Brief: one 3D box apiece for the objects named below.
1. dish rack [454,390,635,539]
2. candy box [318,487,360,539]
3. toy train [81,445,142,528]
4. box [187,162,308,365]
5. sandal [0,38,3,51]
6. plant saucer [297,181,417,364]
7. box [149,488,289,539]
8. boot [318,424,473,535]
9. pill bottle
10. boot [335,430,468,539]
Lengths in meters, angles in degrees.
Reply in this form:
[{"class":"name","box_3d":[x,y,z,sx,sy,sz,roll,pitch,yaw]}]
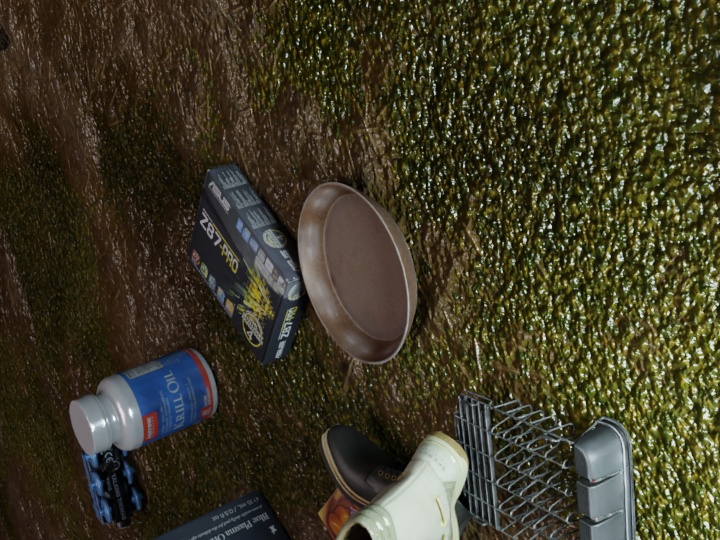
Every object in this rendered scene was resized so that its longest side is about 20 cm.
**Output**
[{"class":"dish rack","box_3d":[0.165,0.195,1.015,0.199,0.054,0.157,18,119,53]},{"class":"candy box","box_3d":[0.036,0.337,1.272,0.201,0.056,0.117,56,143,20]},{"class":"toy train","box_3d":[-0.467,0.375,1.999,0.114,0.085,0.204,8,113,60]},{"class":"box","box_3d":[-0.141,-0.008,1.362,0.201,0.049,0.163,52,140,27]},{"class":"sandal","box_3d":[-0.701,-0.432,1.959,0.199,0.080,0.056,24,103,57]},{"class":"plant saucer","box_3d":[0.000,0.000,1.173,0.199,0.034,0.204,30,129,44]},{"class":"box","box_3d":[-0.185,0.450,1.521,0.201,0.194,0.118,53,142,24]},{"class":"boot","box_3d":[0.049,0.217,1.187,0.200,0.077,0.139,43,135,16]},{"class":"pill bottle","box_3d":[-0.317,0.196,1.583,0.112,0.198,0.114,30,130,44]},{"class":"boot","box_3d":[0.034,0.272,1.064,0.071,0.154,0.203,28,133,26]}]
